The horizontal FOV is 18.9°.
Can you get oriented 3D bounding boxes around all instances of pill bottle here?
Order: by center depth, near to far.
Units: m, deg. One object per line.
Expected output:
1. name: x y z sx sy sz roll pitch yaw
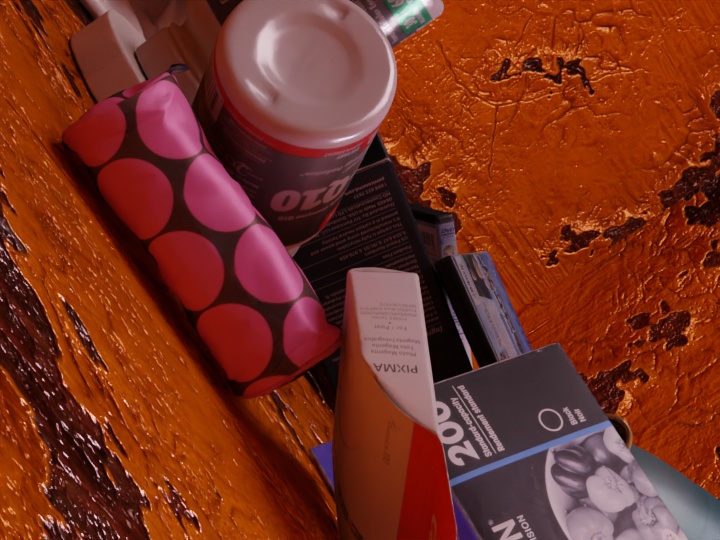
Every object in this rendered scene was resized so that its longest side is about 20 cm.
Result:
1. pill bottle: -0.056 -0.082 1.380 0.114 0.113 0.200 58 -28 16
2. pill bottle: -0.051 -0.174 1.524 0.113 0.199 0.113 55 6 -8

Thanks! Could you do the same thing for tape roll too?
1. tape roll: -0.137 -0.096 1.568 0.203 0.037 0.203 55 5 -7

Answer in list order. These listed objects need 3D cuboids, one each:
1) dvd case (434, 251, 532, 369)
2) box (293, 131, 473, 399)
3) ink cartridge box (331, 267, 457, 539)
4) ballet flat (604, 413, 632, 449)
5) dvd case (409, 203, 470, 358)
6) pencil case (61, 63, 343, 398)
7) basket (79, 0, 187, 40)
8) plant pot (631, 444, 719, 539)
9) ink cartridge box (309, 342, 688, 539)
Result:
1. dvd case: 0.107 0.054 1.664 0.143 0.017 0.200 66 10 3
2. box: 0.000 0.000 1.653 0.149 0.107 0.201 -110 177 -71
3. ink cartridge box: 0.015 0.124 1.254 0.201 0.057 0.163 -91 -175 -46
4. ballet flat: 0.130 0.172 1.579 0.069 0.200 0.063 41 -31 6
5. dvd case: 0.056 0.044 1.831 0.143 0.017 0.201 -160 -120 -68
6. pencil case: -0.092 -0.020 1.287 0.201 0.090 0.094 58 -16 -2
7. basket: -0.176 -0.268 1.745 0.200 0.135 0.123 54 2 -25
8. plant pot: 0.204 0.234 1.942 0.188 0.200 0.200 39 10 -14
9. ink cartridge box: 0.097 0.158 1.409 0.199 0.199 0.043 58 -33 23
